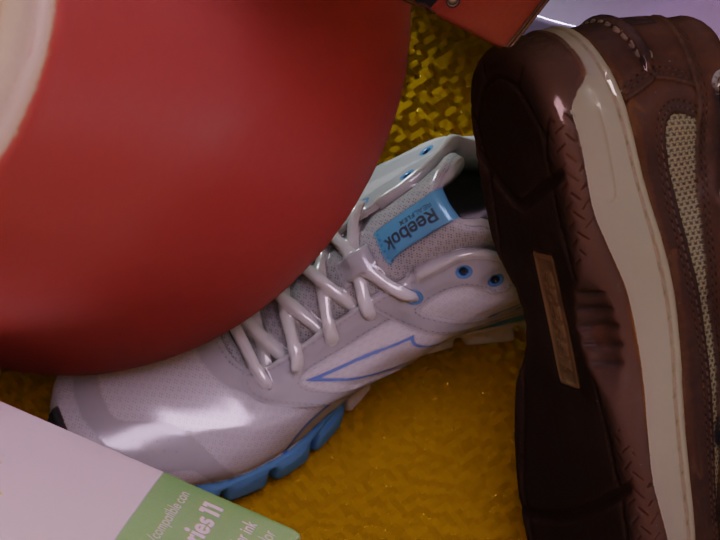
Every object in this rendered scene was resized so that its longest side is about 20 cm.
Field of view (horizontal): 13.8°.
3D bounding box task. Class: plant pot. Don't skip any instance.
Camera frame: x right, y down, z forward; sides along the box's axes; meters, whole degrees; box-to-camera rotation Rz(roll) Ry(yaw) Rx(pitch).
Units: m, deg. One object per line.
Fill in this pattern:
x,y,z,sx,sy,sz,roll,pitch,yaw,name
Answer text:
-0.106,-0.067,0.761,0.200,0.177,0.201,0,91,18,plant pot

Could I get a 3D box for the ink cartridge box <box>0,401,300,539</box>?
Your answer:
-0.129,0.085,0.746,0.199,0.117,0.067,23,31,6,ink cartridge box

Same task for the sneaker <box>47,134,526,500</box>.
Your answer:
0.000,0.000,0.858,0.199,0.087,0.075,-27,75,-13,sneaker

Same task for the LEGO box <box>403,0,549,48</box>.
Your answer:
-0.020,-0.164,0.742,0.149,0.077,0.200,25,27,-29,LEGO box

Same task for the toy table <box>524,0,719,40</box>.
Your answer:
0.100,-0.134,0.853,0.199,0.117,0.184,1,42,26,toy table

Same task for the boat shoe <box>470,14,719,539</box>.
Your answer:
0.087,0.027,0.821,0.075,0.075,0.203,-18,114,-24,boat shoe
